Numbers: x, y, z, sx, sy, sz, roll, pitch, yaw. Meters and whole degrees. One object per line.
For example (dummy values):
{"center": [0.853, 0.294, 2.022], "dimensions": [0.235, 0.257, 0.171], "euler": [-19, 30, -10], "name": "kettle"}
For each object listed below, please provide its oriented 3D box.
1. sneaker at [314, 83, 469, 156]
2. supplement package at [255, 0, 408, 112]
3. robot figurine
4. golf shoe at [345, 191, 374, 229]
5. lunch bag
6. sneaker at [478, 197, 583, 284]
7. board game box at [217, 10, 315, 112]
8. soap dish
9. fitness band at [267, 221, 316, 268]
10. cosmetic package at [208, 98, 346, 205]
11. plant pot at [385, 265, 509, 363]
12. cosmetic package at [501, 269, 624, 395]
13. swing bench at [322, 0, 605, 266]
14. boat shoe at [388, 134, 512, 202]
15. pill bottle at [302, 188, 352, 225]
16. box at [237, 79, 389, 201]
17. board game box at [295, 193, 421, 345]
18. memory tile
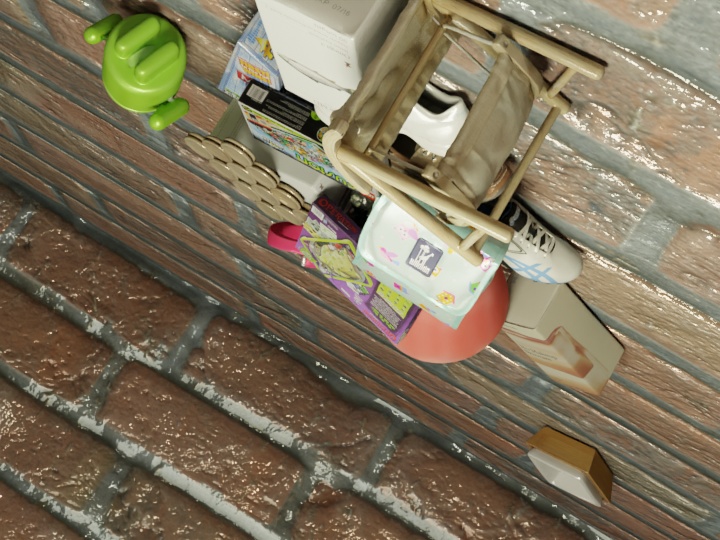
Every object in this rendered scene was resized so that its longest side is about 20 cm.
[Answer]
{"center": [0.036, -0.198, 1.396], "dimensions": [0.197, 0.076, 0.089], "euler": [14, 150, 18], "name": "sneaker"}
{"center": [-0.016, -0.248, 1.208], "dimensions": [0.116, 0.118, 0.200], "euler": [27, 166, 15], "name": "supplement package"}
{"center": [-0.307, -0.290, 1.714], "dimensions": [0.176, 0.115, 0.200], "euler": [50, 166, -5], "name": "robot figurine"}
{"center": [0.010, -0.064, 1.682], "dimensions": [0.077, 0.088, 0.201], "euler": [46, 132, 13], "name": "golf shoe"}
{"center": [0.085, -0.028, 1.475], "dimensions": [0.169, 0.123, 0.200], "euler": [32, 166, 3], "name": "lunch bag"}
{"center": [0.203, -0.047, 1.545], "dimensions": [0.198, 0.073, 0.072], "euler": [31, 160, -9], "name": "sneaker"}
{"center": [-0.090, -0.242, 1.522], "dimensions": [0.198, 0.062, 0.200], "euler": [31, 167, 6], "name": "board game box"}
{"center": [0.455, 0.420, 2.606], "dimensions": [0.156, 0.082, 0.200], "euler": [23, 164, 35], "name": "soap dish"}
{"center": [-0.046, -0.037, 1.871], "dimensions": [0.197, 0.038, 0.144], "euler": [7, -164, -13], "name": "fitness band"}
{"center": [-0.100, -0.174, 1.682], "dimensions": [0.198, 0.114, 0.081], "euler": [27, 167, 27], "name": "cosmetic package"}
{"center": [0.110, -0.002, 1.685], "dimensions": [0.199, 0.201, 0.178], "euler": [26, 155, 22], "name": "plant pot"}
{"center": [0.291, 0.092, 1.793], "dimensions": [0.103, 0.088, 0.200], "euler": [17, 160, 51], "name": "cosmetic package"}
{"center": [0.090, -0.148, 1.151], "dimensions": [0.199, 0.200, 0.130], "euler": [32, 167, -1], "name": "swing bench"}
{"center": [0.091, -0.138, 1.461], "dimensions": [0.198, 0.076, 0.072], "euler": [20, 161, 35], "name": "boat shoe"}
{"center": [-0.057, -0.115, 1.789], "dimensions": [0.198, 0.112, 0.111], "euler": [29, 167, 9], "name": "pill bottle"}
{"center": [-0.054, -0.160, 1.521], "dimensions": [0.198, 0.035, 0.110], "euler": [28, 166, 15], "name": "box"}
{"center": [0.000, 0.000, 1.631], "dimensions": [0.200, 0.032, 0.120], "euler": [44, 145, 10], "name": "board game box"}
{"center": [-0.145, -0.125, 1.683], "dimensions": [0.200, 0.017, 0.152], "euler": [43, 164, -34], "name": "memory tile"}
